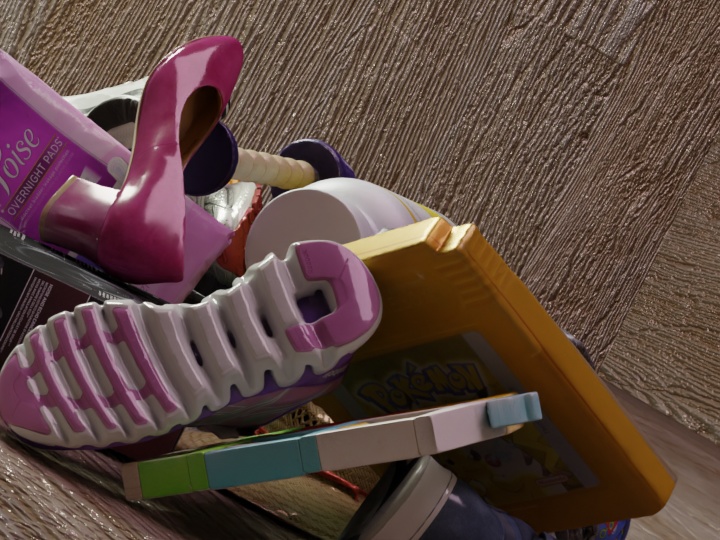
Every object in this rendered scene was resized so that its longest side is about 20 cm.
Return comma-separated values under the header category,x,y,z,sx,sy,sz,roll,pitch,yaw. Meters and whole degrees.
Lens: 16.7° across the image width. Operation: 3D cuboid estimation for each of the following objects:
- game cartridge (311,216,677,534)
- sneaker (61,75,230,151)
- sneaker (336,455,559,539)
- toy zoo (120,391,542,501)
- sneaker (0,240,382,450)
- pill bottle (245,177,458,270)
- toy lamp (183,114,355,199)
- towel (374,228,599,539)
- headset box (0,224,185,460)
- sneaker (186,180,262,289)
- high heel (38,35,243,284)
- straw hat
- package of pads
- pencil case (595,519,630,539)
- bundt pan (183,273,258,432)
category,x,y,z,sx,sy,sz,roll,pitch,yaw
game cartridge,0.047,0.065,1.321,0.176,0.032,0.200,-17,-58,46
sneaker,-0.168,-0.105,1.778,0.200,0.076,0.115,-3,19,47
sneaker,0.063,0.160,1.283,0.146,0.077,0.202,35,-6,-3
toy zoo,-0.003,0.086,1.237,0.200,0.020,0.131,-11,-2,22
sneaker,-0.085,0.054,1.263,0.088,0.200,0.081,94,-23,-62
pill bottle,0.000,0.000,1.613,0.112,0.112,0.200,27,4,22
toy lamp,-0.060,-0.065,1.617,0.058,0.058,0.200,28,9,25
towel,0.068,0.084,1.510,0.166,0.086,0.200,33,-31,35
headset box,-0.169,0.036,1.378,0.200,0.077,0.149,27,3,-9
sneaker,-0.117,-0.032,1.718,0.082,0.078,0.200,0,13,-16
high heel,-0.099,-0.067,1.455,0.096,0.067,0.200,20,44,21
straw hat,-0.011,0.103,1.455,0.201,0.085,0.201,27,4,-2
package of pads,-0.187,-0.032,1.506,0.200,0.121,0.076,39,-26,-16
pencil case,0.088,0.146,1.634,0.200,0.078,0.087,28,-23,38
bundt pan,-0.093,0.054,1.670,0.202,0.076,0.202,27,3,-1
